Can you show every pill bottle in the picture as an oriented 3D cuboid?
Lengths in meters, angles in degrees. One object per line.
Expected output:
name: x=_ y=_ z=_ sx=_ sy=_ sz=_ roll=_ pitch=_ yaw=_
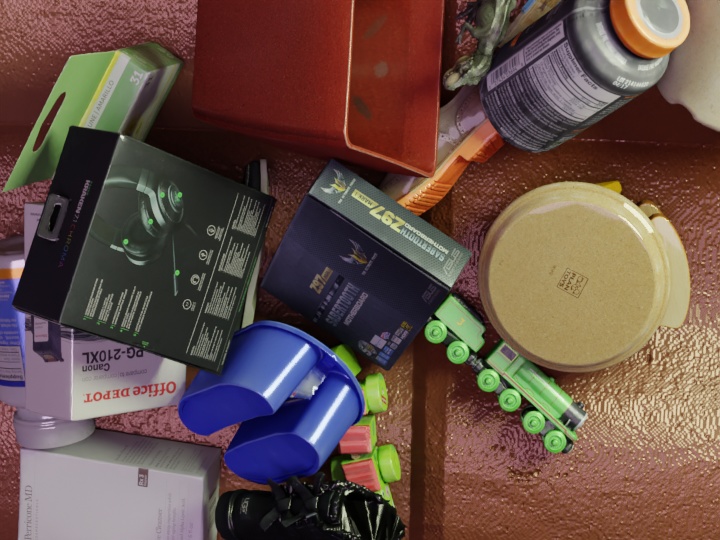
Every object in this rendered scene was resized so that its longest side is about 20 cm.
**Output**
pill bottle: x=-0.319 y=0.070 z=1.589 sx=0.110 sy=0.112 sz=0.203 roll=-4 pitch=104 yaw=11
pill bottle: x=0.199 y=-0.187 z=1.390 sx=0.107 sy=0.106 sz=0.200 roll=51 pitch=144 yaw=-5

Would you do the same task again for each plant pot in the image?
plant pot: x=-0.043 y=-0.196 z=1.423 sx=0.174 sy=0.199 sz=0.203 roll=2 pitch=86 yaw=25
plant pot: x=0.349 y=-0.221 z=1.374 sx=0.198 sy=0.201 sz=0.185 roll=21 pitch=117 yaw=4

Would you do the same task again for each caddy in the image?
caddy: x=-0.082 y=0.122 z=1.524 sx=0.141 sy=0.105 sz=0.199 roll=45 pitch=146 yaw=-16

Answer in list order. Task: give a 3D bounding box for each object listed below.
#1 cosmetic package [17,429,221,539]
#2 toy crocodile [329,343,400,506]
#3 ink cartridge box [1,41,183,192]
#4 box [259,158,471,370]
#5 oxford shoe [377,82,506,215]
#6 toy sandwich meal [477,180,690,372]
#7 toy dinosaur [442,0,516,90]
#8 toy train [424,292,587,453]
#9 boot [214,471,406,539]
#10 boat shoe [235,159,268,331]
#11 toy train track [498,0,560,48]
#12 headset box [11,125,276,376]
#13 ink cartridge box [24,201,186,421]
cosmetic package: x=-0.249 y=0.233 z=1.635 sx=0.197 sy=0.081 sz=0.114 roll=5 pitch=107 yaw=7
toy crocodile: x=-0.003 y=0.169 z=1.587 sx=0.067 sy=0.062 sz=0.203 roll=-8 pitch=103 yaw=12
ink cartridge box: x=-0.245 y=-0.136 z=1.478 sx=0.048 sy=0.200 sz=0.147 roll=31 pitch=107 yaw=4
box: x=0.000 y=0.000 z=1.490 sx=0.157 sy=0.051 sz=0.200 roll=34 pitch=149 yaw=0
oxford shoe: x=0.059 y=-0.106 z=1.512 sx=0.199 sy=0.071 sz=0.073 roll=-39 pitch=78 yaw=10
toy sandwich meal: x=0.211 y=0.000 z=1.508 sx=0.202 sy=0.070 sz=0.208 roll=4 pitch=107 yaw=13
toy dinosaur: x=0.120 y=-0.258 z=1.444 sx=0.047 sy=0.088 sz=0.202 roll=18 pitch=97 yaw=-26
toy train: x=0.143 y=0.100 z=1.558 sx=0.200 sy=0.042 sz=0.056 roll=42 pitch=96 yaw=-2
boot: x=-0.028 y=0.251 z=1.532 sx=0.161 sy=0.198 sz=0.074 roll=-10 pitch=61 yaw=38
boat shoe: x=-0.129 y=-0.015 z=1.556 sx=0.065 sy=0.075 sz=0.202 roll=7 pitch=115 yaw=-5
toy train track: x=0.190 y=-0.285 z=1.447 sx=0.114 sy=0.033 sz=0.200 roll=18 pitch=123 yaw=-38
headset box: x=-0.198 y=-0.019 z=1.428 sx=0.092 sy=0.199 sz=0.176 roll=13 pitch=85 yaw=49
ink cartridge box: x=-0.244 y=0.035 z=1.523 sx=0.084 sy=0.144 sz=0.203 roll=7 pitch=99 yaw=44
